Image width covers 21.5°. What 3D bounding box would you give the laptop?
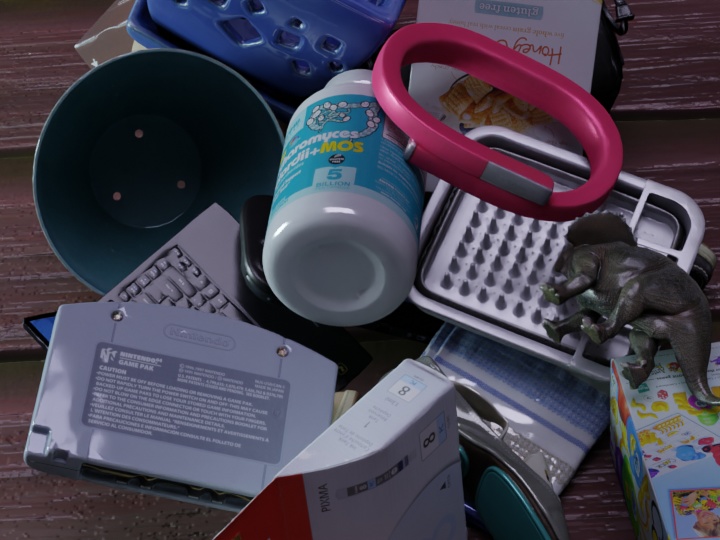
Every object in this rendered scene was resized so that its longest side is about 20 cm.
[{"bbox_3d":[-0.113,0.051,1.373,0.200,0.103,0.177,-41,79,-21],"label":"laptop"}]

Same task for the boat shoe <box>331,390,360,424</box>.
[{"bbox_3d":[-0.052,0.159,1.324,0.064,0.072,0.201,12,51,16],"label":"boat shoe"}]

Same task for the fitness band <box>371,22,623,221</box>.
[{"bbox_3d":[0.100,-0.110,1.397,0.199,0.038,0.144,27,42,-4],"label":"fitness band"}]

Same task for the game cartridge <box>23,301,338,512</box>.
[{"bbox_3d":[-0.117,0.090,1.285,0.198,0.041,0.134,13,58,-7],"label":"game cartridge"}]

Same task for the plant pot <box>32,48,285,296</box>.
[{"bbox_3d":[-0.165,-0.075,1.521,0.199,0.202,0.135,-15,8,-11],"label":"plant pot"}]

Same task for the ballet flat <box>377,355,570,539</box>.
[{"bbox_3d":[0.093,0.132,1.309,0.063,0.068,0.200,-30,63,-33],"label":"ballet flat"}]

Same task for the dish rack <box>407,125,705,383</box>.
[{"bbox_3d":[0.141,-0.007,1.416,0.199,0.044,0.172,22,63,10],"label":"dish rack"}]

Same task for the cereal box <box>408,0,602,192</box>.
[{"bbox_3d":[0.110,-0.155,1.477,0.143,0.202,0.040,6,10,5],"label":"cereal box"}]

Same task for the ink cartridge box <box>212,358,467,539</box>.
[{"bbox_3d":[-0.010,0.177,1.232,0.047,0.161,0.200,27,51,31],"label":"ink cartridge box"}]

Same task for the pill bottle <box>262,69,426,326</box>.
[{"bbox_3d":[-0.007,-0.062,1.396,0.110,0.111,0.201,1,41,6],"label":"pill bottle"}]

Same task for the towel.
[{"bbox_3d":[0.106,0.096,1.388,0.146,0.024,0.200,29,57,16],"label":"towel"}]

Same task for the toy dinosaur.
[{"bbox_3d":[0.188,0.018,1.298,0.102,0.077,0.200,-39,45,-20],"label":"toy dinosaur"}]

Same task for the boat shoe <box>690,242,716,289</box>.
[{"bbox_3d":[0.176,-0.002,1.482,0.198,0.073,0.065,8,61,10],"label":"boat shoe"}]

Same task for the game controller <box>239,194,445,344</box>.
[{"bbox_3d":[0.000,0.000,1.450,0.199,0.042,0.105,15,50,-22],"label":"game controller"}]

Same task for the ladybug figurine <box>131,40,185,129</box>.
[{"bbox_3d":[-0.110,-0.185,1.644,0.072,0.137,0.199,-23,3,44],"label":"ladybug figurine"}]

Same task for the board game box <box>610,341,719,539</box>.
[{"bbox_3d":[0.239,0.157,1.272,0.104,0.104,0.201,-8,42,-2],"label":"board game box"}]

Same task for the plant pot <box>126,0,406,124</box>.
[{"bbox_3d":[-0.070,-0.247,1.528,0.199,0.180,0.201,27,49,-10],"label":"plant pot"}]

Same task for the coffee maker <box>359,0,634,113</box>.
[{"bbox_3d":[0.103,-0.168,1.571,0.199,0.193,0.135,-18,60,-11],"label":"coffee maker"}]

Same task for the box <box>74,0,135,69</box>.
[{"bbox_3d":[-0.163,-0.248,1.740,0.100,0.075,0.200,-16,28,43],"label":"box"}]
